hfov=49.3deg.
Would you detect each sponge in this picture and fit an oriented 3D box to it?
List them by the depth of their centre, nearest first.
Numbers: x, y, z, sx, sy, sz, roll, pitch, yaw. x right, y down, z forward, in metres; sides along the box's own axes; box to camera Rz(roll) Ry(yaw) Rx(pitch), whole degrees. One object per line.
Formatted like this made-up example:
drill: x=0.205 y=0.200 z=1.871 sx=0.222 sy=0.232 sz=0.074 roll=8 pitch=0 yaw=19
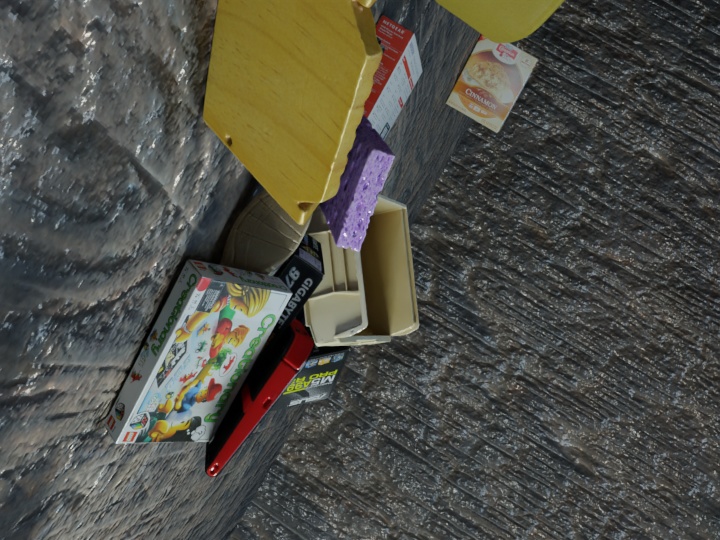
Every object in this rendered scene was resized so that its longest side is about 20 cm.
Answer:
sponge: x=-0.018 y=-0.118 z=0.870 sx=0.201 sy=0.029 sz=0.113 roll=-114 pitch=-141 yaw=-57

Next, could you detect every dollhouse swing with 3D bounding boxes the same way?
dollhouse swing: x=-0.009 y=-0.182 z=0.577 sx=0.174 sy=0.182 sz=0.201 roll=-28 pitch=155 yaw=-36

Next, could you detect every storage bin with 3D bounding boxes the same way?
storage bin: x=0.000 y=0.000 z=1.102 sx=0.199 sy=0.092 sz=0.203 roll=10 pitch=72 yaw=-66

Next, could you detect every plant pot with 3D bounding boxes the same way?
plant pot: x=0.193 y=-0.416 z=1.009 sx=0.196 sy=0.194 sz=0.200 roll=-56 pitch=180 yaw=-24

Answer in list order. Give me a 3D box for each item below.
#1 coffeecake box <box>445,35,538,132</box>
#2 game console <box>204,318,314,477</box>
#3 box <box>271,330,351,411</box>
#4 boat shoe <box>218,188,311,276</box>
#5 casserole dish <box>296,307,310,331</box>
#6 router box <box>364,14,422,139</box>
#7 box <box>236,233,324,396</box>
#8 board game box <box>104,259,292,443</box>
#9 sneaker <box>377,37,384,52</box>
coffeecake box: x=0.329 y=-0.474 z=1.962 sx=0.202 sy=0.152 sz=0.073 roll=-62 pitch=173 yaw=18
game console: x=-0.121 y=0.138 z=0.914 sx=0.178 sy=0.031 sz=0.200 roll=-56 pitch=-169 yaw=-2
box: x=-0.124 y=0.155 z=1.153 sx=0.196 sy=0.045 sz=0.161 roll=-9 pitch=148 yaw=-23
boat shoe: x=-0.118 y=-0.017 z=0.864 sx=0.202 sy=0.071 sz=0.065 roll=-59 pitch=-169 yaw=9
casserole dish: x=-0.099 y=0.063 z=1.210 sx=0.201 sy=0.038 sz=0.122 roll=-51 pitch=-139 yaw=26
router box: x=0.016 y=-0.224 z=1.060 sx=0.182 sy=0.048 sz=0.200 roll=-61 pitch=174 yaw=4
box: x=-0.119 y=0.052 z=0.955 sx=0.201 sy=0.046 sz=0.159 roll=-54 pitch=-168 yaw=9
board game box: x=-0.166 y=0.090 z=0.811 sx=0.125 sy=0.035 sz=0.202 roll=12 pitch=113 yaw=-50
sneaker: x=-0.032 y=-0.171 z=0.795 sx=0.148 sy=0.076 sz=0.202 roll=-58 pitch=174 yaw=-6
